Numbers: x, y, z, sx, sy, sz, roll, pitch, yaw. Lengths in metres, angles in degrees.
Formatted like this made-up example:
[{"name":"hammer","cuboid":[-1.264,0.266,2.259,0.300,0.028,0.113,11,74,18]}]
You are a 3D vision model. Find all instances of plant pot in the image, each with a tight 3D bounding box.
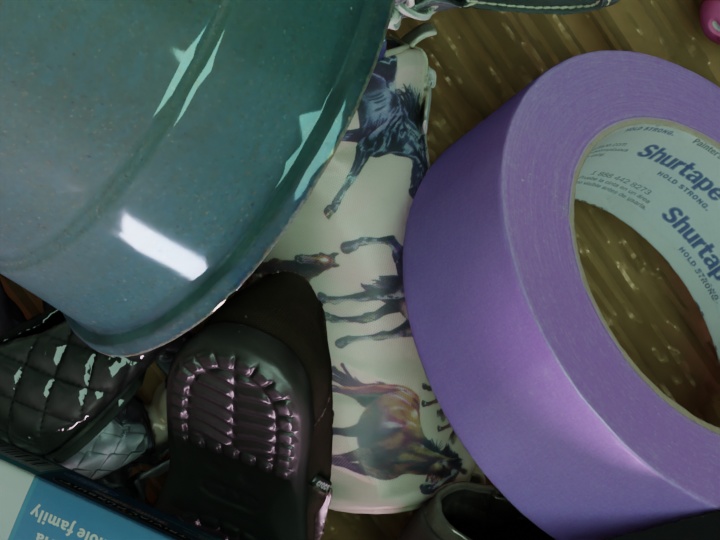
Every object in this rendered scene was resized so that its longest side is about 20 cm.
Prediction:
[{"name":"plant pot","cuboid":[-0.123,-0.102,0.717,0.196,0.200,0.201,28,93,-28]}]

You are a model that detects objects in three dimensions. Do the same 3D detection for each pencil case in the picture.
[{"name":"pencil case","cuboid":[0.000,0.000,0.893,0.089,0.078,0.201,-8,100,6]}]

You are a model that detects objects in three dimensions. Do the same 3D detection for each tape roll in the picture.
[{"name":"tape roll","cuboid":[0.115,0.016,0.861,0.200,0.066,0.201,20,53,-29]}]

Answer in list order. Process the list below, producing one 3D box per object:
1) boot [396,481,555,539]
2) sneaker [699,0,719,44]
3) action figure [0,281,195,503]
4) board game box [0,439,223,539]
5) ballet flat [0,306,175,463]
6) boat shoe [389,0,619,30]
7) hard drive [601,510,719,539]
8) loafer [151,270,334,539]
[{"name":"boot","cuboid":[0.097,0.153,0.905,0.199,0.070,0.146,5,129,-12]},{"name":"sneaker","cuboid":[0.232,-0.137,0.916,0.199,0.074,0.088,-9,100,-13]},{"name":"action figure","cuboid":[-0.127,0.032,0.883,0.130,0.069,0.200,-25,106,-13]},{"name":"board game box","cuboid":[-0.123,0.180,0.820,0.151,0.047,0.200,23,92,11]},{"name":"ballet flat","cuboid":[-0.072,-0.013,0.815,0.057,0.066,0.200,40,93,-15]},{"name":"boat shoe","cuboid":[0.010,-0.113,0.837,0.200,0.073,0.062,10,66,26]},{"name":"hard drive","cuboid":[0.105,0.148,0.824,0.200,0.038,0.140,-14,141,2]},{"name":"loafer","cuboid":[-0.037,0.077,0.854,0.073,0.200,0.071,25,50,8]}]
